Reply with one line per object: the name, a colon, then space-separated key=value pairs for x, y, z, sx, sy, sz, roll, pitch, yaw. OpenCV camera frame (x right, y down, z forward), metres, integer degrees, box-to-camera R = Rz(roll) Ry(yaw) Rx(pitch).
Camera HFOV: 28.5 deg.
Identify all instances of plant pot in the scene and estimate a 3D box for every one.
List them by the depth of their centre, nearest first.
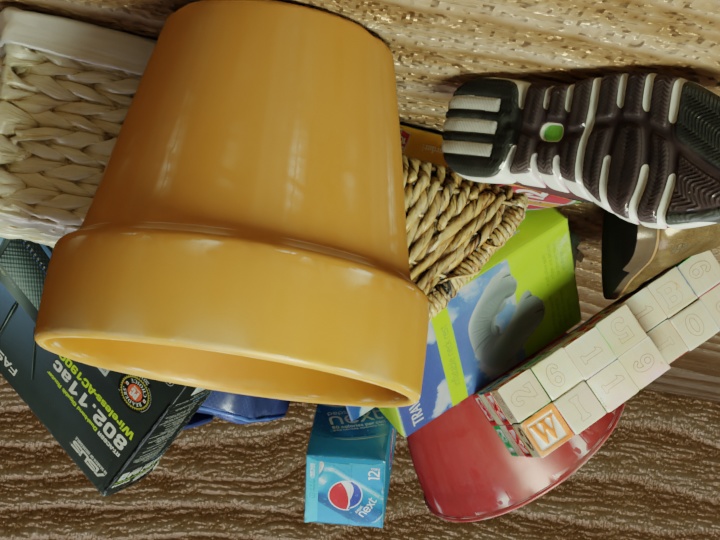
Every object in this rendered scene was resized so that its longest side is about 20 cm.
plant pot: x=-0.055 y=-0.035 z=0.747 sx=0.200 sy=0.184 sz=0.200 roll=8 pitch=169 yaw=2

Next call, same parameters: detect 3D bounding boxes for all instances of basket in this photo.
basket: x=-0.141 y=-0.070 z=0.880 sx=0.200 sy=0.124 sz=0.136 roll=13 pitch=173 yaw=-20
basket: x=0.000 y=0.000 z=0.957 sx=0.149 sy=0.143 sz=0.200 roll=15 pitch=173 yaw=-22

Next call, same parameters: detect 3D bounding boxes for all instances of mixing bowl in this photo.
mixing bowl: x=0.110 y=0.104 z=1.198 sx=0.108 sy=0.200 sz=0.200 roll=55 pitch=157 yaw=-17

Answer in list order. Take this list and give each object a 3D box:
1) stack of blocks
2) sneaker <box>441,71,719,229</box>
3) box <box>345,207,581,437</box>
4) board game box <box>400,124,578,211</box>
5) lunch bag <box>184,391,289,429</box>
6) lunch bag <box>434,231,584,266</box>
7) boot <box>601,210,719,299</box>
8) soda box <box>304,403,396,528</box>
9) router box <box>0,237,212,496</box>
stack of blocks: x=0.190 y=0.062 z=1.070 sx=0.200 sy=0.059 sz=0.115 roll=-33 pitch=176 yaw=-8
sneaker: x=0.150 y=-0.064 z=0.768 sx=0.200 sy=0.076 sz=0.115 roll=18 pitch=-174 yaw=43
box: x=0.073 y=0.040 z=1.080 sx=0.048 sy=0.200 sz=0.122 roll=45 pitch=161 yaw=41
board game box: x=0.047 y=-0.076 z=0.983 sx=0.200 sy=0.030 sz=0.096 roll=15 pitch=173 yaw=-20
lunch bag: x=-0.121 y=0.064 z=1.154 sx=0.136 sy=0.133 sz=0.200 roll=12 pitch=179 yaw=12
lunch bag: x=0.094 y=-0.012 z=1.232 sx=0.200 sy=0.077 sz=0.160 roll=9 pitch=171 yaw=3
boot: x=0.218 y=-0.019 z=1.040 sx=0.075 sy=0.074 sz=0.200 roll=-2 pitch=173 yaw=-2
soda box: x=-0.002 y=0.123 z=1.173 sx=0.064 sy=0.068 sz=0.200 roll=4 pitch=-151 yaw=4
router box: x=-0.198 y=0.042 z=1.035 sx=0.200 sy=0.150 sz=0.062 roll=47 pitch=-143 yaw=12
